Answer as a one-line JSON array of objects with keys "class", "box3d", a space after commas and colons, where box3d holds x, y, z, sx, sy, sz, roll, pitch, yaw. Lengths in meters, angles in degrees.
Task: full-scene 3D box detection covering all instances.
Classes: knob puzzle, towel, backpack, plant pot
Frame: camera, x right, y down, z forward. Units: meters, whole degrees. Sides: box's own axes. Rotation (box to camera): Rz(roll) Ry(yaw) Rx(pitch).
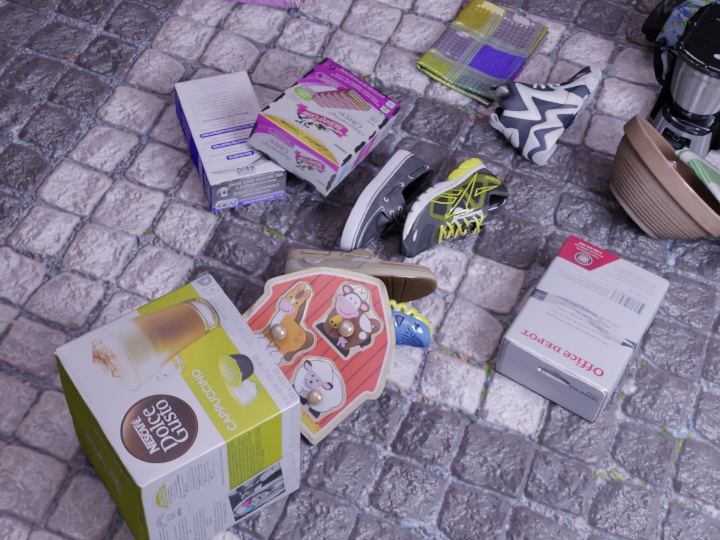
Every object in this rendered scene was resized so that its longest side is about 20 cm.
[{"class": "knob puzzle", "box3d": [-0.046, 0.081, 1.476, 0.219, 0.030, 0.220, 0, 78, 2]}, {"class": "towel", "box3d": [0.191, -0.345, 1.885, 0.144, 0.023, 0.200, 30, 56, 16]}, {"class": "backpack", "box3d": [0.559, -0.355, 1.858, 0.200, 0.154, 0.163, 50, 38, 14]}, {"class": "towel", "box3d": [0.514, -0.077, 1.658, 0.153, 0.023, 0.200, 20, 36, -50]}, {"class": "plant pot", "box3d": [0.407, -0.108, 1.659, 0.093, 0.201, 0.201, -42, 56, 20]}]

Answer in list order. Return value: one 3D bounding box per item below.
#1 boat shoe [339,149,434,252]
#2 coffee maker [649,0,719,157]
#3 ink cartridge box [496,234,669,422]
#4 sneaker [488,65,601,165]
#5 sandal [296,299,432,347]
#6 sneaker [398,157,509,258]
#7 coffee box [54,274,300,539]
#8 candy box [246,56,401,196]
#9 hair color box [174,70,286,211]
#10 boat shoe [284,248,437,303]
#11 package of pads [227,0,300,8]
[{"class": "boat shoe", "box3d": [0.041, -0.087, 1.658, 0.066, 0.070, 0.200, 24, 48, 15]}, {"class": "coffee maker", "box3d": [0.512, -0.275, 1.747, 0.192, 0.200, 0.135, -28, 64, -19]}, {"class": "ink cartridge box", "box3d": [0.281, 0.072, 1.544, 0.145, 0.083, 0.200, 28, 57, 15]}, {"class": "sneaker", "box3d": [0.262, -0.256, 1.788, 0.130, 0.080, 0.199, 33, 67, 9]}, {"class": "sandal", "box3d": [-0.010, 0.079, 1.527, 0.200, 0.080, 0.087, 6, 61, 8]}, {"class": "sneaker", "box3d": [0.130, -0.078, 1.649, 0.085, 0.075, 0.200, 34, 58, 19]}, {"class": "coffee box", "box3d": [-0.200, 0.169, 1.359, 0.198, 0.200, 0.200, -27, 59, -22]}, {"class": "candy box", "box3d": [-0.047, -0.205, 1.694, 0.136, 0.061, 0.200, 34, 43, 6]}, {"class": "hair color box", "box3d": [-0.184, -0.184, 1.710, 0.109, 0.065, 0.200, -13, 54, -15]}, {"class": "boat shoe", "box3d": [0.000, 0.000, 1.584, 0.200, 0.072, 0.065, 0, 56, 2]}, {"class": "package of pads", "box3d": [-0.143, -0.509, 1.947, 0.120, 0.076, 0.200, 7, 53, -3]}]
